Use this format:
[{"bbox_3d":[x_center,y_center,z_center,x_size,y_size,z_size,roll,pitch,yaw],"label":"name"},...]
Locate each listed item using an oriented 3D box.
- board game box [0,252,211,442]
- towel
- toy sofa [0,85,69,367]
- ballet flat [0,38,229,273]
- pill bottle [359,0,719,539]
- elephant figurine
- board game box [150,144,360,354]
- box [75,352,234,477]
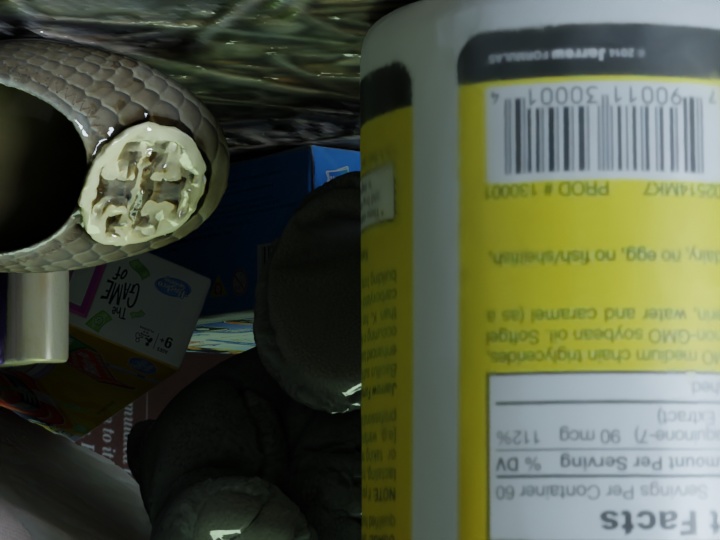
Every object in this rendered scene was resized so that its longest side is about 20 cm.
[{"bbox_3d":[-0.144,0.013,0.765,0.134,0.034,0.200,23,161,-12],"label":"board game box"},{"bbox_3d":[-0.129,0.072,0.713,0.200,0.032,0.191,30,180,-33],"label":"towel"},{"bbox_3d":[-0.179,-0.016,0.581,0.200,0.083,0.098,3,174,-22],"label":"toy sofa"},{"bbox_3d":[-0.126,-0.030,0.532,0.200,0.067,0.046,8,-159,-23],"label":"ballet flat"},{"bbox_3d":[0.056,0.036,0.527,0.114,0.200,0.114,0,174,0],"label":"pill bottle"},{"bbox_3d":[0.032,0.035,0.658,0.155,0.200,0.142,40,-177,4],"label":"elephant figurine"},{"bbox_3d":[0.000,0.000,0.844,0.196,0.056,0.200,5,172,-38],"label":"board game box"},{"bbox_3d":[-0.073,0.081,1.066,0.164,0.166,0.200,1,173,-3],"label":"box"}]
